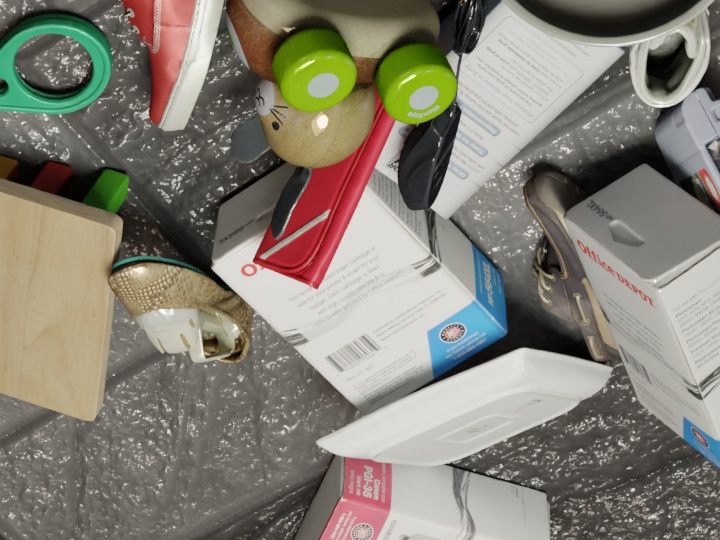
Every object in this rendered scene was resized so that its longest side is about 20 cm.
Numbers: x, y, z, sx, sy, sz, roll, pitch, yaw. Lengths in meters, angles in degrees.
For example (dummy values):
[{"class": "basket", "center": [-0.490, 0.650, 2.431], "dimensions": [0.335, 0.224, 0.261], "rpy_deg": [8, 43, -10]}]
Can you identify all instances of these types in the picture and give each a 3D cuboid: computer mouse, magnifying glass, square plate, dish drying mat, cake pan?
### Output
[{"class": "computer mouse", "center": [0.056, -0.128, 1.609], "dimensions": [0.034, 0.059, 0.201], "rpy_deg": [21, 126, 10]}, {"class": "magnifying glass", "center": [-0.286, -0.142, 1.717], "dimensions": [0.199, 0.022, 0.080], "rpy_deg": [-18, 127, 10]}, {"class": "square plate", "center": [0.091, 0.119, 1.838], "dimensions": [0.197, 0.029, 0.200], "rpy_deg": [-25, 162, 23]}, {"class": "dish drying mat", "center": [-0.016, -0.088, 1.660], "dimensions": [0.018, 0.077, 0.201], "rpy_deg": [27, 86, -40]}, {"class": "cake pan", "center": [0.174, -0.254, 1.554], "dimensions": [0.199, 0.037, 0.202], "rpy_deg": [0, 89, 10]}]

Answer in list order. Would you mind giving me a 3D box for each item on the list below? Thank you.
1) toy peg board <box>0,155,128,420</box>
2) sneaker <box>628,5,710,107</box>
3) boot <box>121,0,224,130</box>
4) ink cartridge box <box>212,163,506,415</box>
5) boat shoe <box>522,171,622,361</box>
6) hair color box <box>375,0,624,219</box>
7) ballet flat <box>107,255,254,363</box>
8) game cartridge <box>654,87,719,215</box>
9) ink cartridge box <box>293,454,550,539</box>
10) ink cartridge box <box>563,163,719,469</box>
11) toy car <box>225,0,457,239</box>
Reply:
[{"class": "toy peg board", "center": [-0.280, -0.009, 1.796], "dimensions": [0.198, 0.098, 0.201], "rpy_deg": [17, 127, 8]}, {"class": "sneaker", "center": [0.237, -0.214, 1.600], "dimensions": [0.073, 0.116, 0.201], "rpy_deg": [8, 126, -3]}, {"class": "boot", "center": [-0.171, -0.204, 1.645], "dimensions": [0.143, 0.073, 0.201], "rpy_deg": [10, 119, -6]}, {"class": "ink cartridge box", "center": [0.000, 0.000, 1.778], "dimensions": [0.146, 0.085, 0.200], "rpy_deg": [-31, 120, 23]}, {"class": "boat shoe", "center": [0.175, 0.007, 1.798], "dimensions": [0.073, 0.075, 0.200], "rpy_deg": [-24, 122, 18]}, {"class": "hair color box", "center": [0.093, -0.140, 1.669], "dimensions": [0.099, 0.061, 0.200], "rpy_deg": [34, 121, -22]}, {"class": "ballet flat", "center": [-0.135, 0.037, 1.767], "dimensions": [0.070, 0.066, 0.200], "rpy_deg": [-13, 165, 23]}, {"class": "game cartridge", "center": [0.285, -0.037, 1.687], "dimensions": [0.041, 0.133, 0.201], "rpy_deg": [-27, 87, 0]}, {"class": "ink cartridge box", "center": [0.053, 0.246, 1.979], "dimensions": [0.199, 0.083, 0.147], "rpy_deg": [17, 126, -11]}, {"class": "ink cartridge box", "center": [0.250, 0.038, 1.706], "dimensions": [0.084, 0.146, 0.201], "rpy_deg": [-32, 124, -10]}, {"class": "toy car", "center": [-0.046, -0.128, 1.599], "dimensions": [0.157, 0.165, 0.200], "rpy_deg": [4, 134, -30]}]
